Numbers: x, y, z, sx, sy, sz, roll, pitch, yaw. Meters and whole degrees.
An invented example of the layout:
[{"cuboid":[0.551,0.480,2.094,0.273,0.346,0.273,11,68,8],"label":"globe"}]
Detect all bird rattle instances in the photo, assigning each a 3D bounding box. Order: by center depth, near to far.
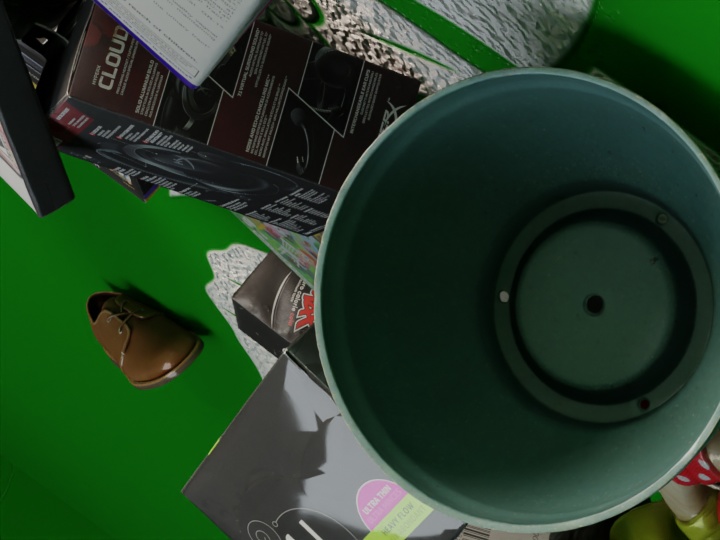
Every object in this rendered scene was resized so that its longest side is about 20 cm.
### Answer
[{"cuboid":[0.209,0.116,1.176,0.162,0.113,0.201,18,142,28],"label":"bird rattle"}]

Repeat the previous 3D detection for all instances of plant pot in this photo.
[{"cuboid":[0.096,0.015,0.977,0.200,0.201,0.134,34,-170,20],"label":"plant pot"}]

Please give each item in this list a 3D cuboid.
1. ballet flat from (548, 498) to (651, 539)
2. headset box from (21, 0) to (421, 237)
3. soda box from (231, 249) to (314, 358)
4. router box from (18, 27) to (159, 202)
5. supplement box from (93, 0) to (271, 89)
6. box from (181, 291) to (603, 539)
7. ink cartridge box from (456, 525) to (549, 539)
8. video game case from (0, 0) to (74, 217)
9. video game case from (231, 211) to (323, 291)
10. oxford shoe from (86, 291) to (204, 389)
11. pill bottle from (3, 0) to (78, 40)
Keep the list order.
[{"cuboid":[0.139,0.158,1.296,0.067,0.056,0.200,64,-156,-3],"label":"ballet flat"},{"cuboid":[-0.088,-0.090,1.147,0.198,0.078,0.149,20,169,-14],"label":"headset box"},{"cuboid":[0.004,0.065,1.501,0.199,0.063,0.071,36,164,13],"label":"soda box"},{"cuboid":[-0.218,-0.150,1.459,0.199,0.052,0.158,36,164,17],"label":"router box"},{"cuboid":[-0.065,-0.172,0.957,0.103,0.101,0.200,41,165,-4],"label":"supplement box"},{"cuboid":[0.028,0.069,1.116,0.124,0.200,0.149,43,136,5],"label":"box"},{"cuboid":[0.095,0.225,1.447,0.198,0.146,0.084,17,163,-8],"label":"ink cartridge box"},{"cuboid":[-0.231,-0.147,1.132,0.181,0.025,0.201,41,155,44],"label":"video game case"},{"cuboid":[0.000,0.000,1.348,0.200,0.022,0.182,45,164,-12],"label":"video game case"},{"cuboid":[-0.211,0.061,1.986,0.071,0.071,0.199,54,161,-25],"label":"oxford shoe"},{"cuboid":[-0.195,-0.191,1.188,0.111,0.111,0.200,43,164,-10],"label":"pill bottle"}]
